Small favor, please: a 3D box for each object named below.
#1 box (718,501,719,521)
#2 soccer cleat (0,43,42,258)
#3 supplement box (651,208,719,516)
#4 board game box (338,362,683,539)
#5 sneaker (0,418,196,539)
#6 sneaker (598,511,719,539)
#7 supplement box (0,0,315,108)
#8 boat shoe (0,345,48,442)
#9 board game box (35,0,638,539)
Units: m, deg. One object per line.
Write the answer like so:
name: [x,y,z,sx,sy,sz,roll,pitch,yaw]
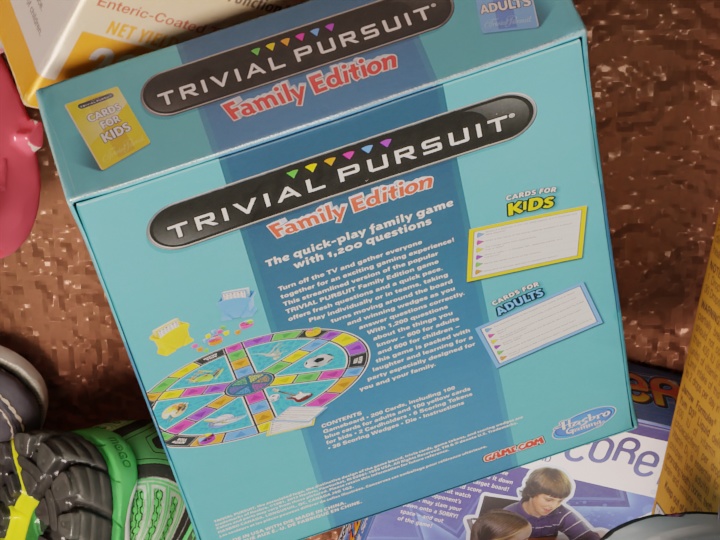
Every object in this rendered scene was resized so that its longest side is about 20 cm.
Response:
box: [0.221,-0.003,0.841,0.200,0.104,0.182,-4,104,-17]
soccer cleat: [-0.174,-0.077,0.872,0.076,0.067,0.200,-4,139,40]
supplement box: [0.143,0.061,0.935,0.067,0.069,0.200,7,104,-12]
board game box: [0.098,0.099,1.013,0.200,0.034,0.135,14,123,-12]
sneaker: [-0.097,0.129,1.003,0.085,0.078,0.200,-9,144,-32]
sneaker: [0.173,0.125,0.880,0.200,0.086,0.080,-4,110,-12]
supplement box: [-0.010,-0.130,0.805,0.126,0.074,0.200,11,126,-31]
boat shoe: [-0.188,0.100,0.986,0.200,0.063,0.073,-36,116,20]
board game box: [0.000,0.000,0.853,0.151,0.047,0.200,-18,142,-4]
